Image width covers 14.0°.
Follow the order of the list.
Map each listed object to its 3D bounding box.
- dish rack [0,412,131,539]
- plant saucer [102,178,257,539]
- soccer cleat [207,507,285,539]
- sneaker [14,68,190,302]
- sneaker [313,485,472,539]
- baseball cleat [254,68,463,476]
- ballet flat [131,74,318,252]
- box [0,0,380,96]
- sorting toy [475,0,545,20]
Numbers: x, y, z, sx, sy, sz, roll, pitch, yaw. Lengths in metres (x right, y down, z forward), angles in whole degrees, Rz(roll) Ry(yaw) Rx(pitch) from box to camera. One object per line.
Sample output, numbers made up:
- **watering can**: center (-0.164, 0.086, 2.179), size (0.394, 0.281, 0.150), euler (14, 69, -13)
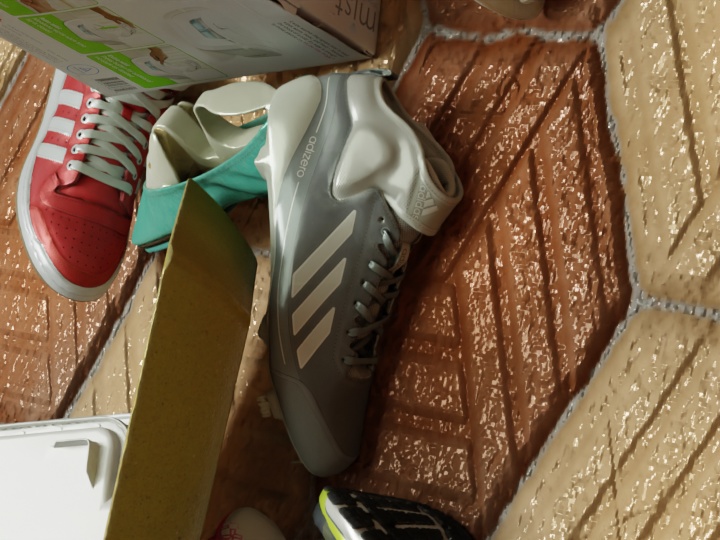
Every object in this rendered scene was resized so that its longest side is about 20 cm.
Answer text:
- **dish rack**: center (-0.207, 0.160, 1.642), size (0.199, 0.044, 0.172), euler (-6, 65, 29)
- **plant saucer**: center (-0.091, 0.070, 1.483), size (0.200, 0.048, 0.201), euler (-91, 15, -77)
- **soccer cleat**: center (-0.035, 0.208, 1.433), size (0.086, 0.070, 0.201), euler (-14, 59, 26)
- **sneaker**: center (-0.135, -0.085, 1.669), size (0.112, 0.071, 0.201), euler (-39, 36, 43)
- **sneaker**: center (0.021, 0.172, 1.348), size (0.081, 0.074, 0.200), euler (-63, 33, 23)
- **baseball cleat**: center (0.000, 0.000, 1.451), size (0.106, 0.070, 0.201), euler (-6, 89, 24)
- **ballet flat**: center (-0.072, -0.065, 1.576), size (0.200, 0.070, 0.067), euler (-19, 23, 50)
- **box**: center (-0.112, -0.170, 1.519), size (0.176, 0.200, 0.097), euler (-7, 71, 30)
- **sorting toy**: center (0.073, -0.216, 1.329), size (0.200, 0.180, 0.107), euler (-27, 55, 48)
